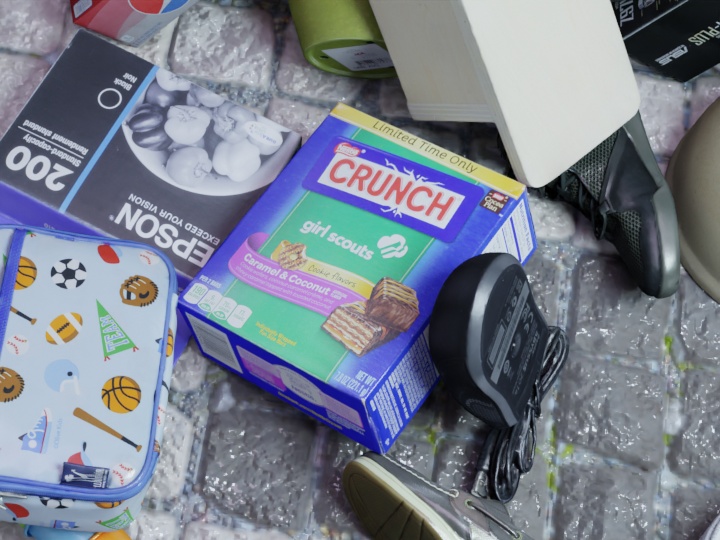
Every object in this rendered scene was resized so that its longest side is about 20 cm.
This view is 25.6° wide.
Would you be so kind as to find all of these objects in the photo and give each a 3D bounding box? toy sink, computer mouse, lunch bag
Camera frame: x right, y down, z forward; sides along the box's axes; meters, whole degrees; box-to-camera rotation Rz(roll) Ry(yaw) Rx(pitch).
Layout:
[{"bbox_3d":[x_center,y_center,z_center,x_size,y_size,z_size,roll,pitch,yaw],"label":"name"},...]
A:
[{"bbox_3d":[0.095,-0.176,1.130,0.130,0.112,0.201,-37,115,-28],"label":"toy sink"},{"bbox_3d":[0.083,0.057,1.059,0.052,0.200,0.139,13,64,25],"label":"computer mouse"},{"bbox_3d":[-0.204,0.070,1.030,0.158,0.076,0.202,10,58,-8],"label":"lunch bag"}]

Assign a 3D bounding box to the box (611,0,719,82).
[{"bbox_3d":[0.277,-0.277,1.226,0.086,0.163,0.202,19,59,-32],"label":"box"}]

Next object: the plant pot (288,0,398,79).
[{"bbox_3d":[0.010,-0.257,1.212,0.185,0.187,0.202,4,79,-3],"label":"plant pot"}]

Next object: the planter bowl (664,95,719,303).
[{"bbox_3d":[0.335,-0.073,1.162,0.198,0.135,0.202,2,65,-4],"label":"planter bowl"}]

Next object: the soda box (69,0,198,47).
[{"bbox_3d":[-0.131,-0.247,1.177,0.070,0.199,0.064,15,55,-45],"label":"soda box"}]

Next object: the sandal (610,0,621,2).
[{"bbox_3d":[0.149,-0.247,1.254,0.199,0.048,0.076,17,73,33],"label":"sandal"}]

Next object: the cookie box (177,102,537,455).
[{"bbox_3d":[0.000,0.000,1.111,0.170,0.076,0.200,25,64,27],"label":"cookie box"}]

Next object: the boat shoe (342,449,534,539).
[{"bbox_3d":[0.077,0.185,1.062,0.200,0.072,0.066,38,55,17],"label":"boat shoe"}]

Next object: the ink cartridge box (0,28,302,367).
[{"bbox_3d":[-0.174,-0.057,1.166,0.197,0.043,0.201,26,67,7],"label":"ink cartridge box"}]

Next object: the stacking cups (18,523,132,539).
[{"bbox_3d":[-0.192,0.173,1.056,0.060,0.061,0.200,-41,79,-20],"label":"stacking cups"}]

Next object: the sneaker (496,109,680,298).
[{"bbox_3d":[0.166,-0.060,1.177,0.113,0.076,0.201,-12,64,-8],"label":"sneaker"}]

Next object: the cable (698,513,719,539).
[{"bbox_3d":[0.312,0.236,1.054,0.198,0.069,0.202,-8,65,-9],"label":"cable"}]
